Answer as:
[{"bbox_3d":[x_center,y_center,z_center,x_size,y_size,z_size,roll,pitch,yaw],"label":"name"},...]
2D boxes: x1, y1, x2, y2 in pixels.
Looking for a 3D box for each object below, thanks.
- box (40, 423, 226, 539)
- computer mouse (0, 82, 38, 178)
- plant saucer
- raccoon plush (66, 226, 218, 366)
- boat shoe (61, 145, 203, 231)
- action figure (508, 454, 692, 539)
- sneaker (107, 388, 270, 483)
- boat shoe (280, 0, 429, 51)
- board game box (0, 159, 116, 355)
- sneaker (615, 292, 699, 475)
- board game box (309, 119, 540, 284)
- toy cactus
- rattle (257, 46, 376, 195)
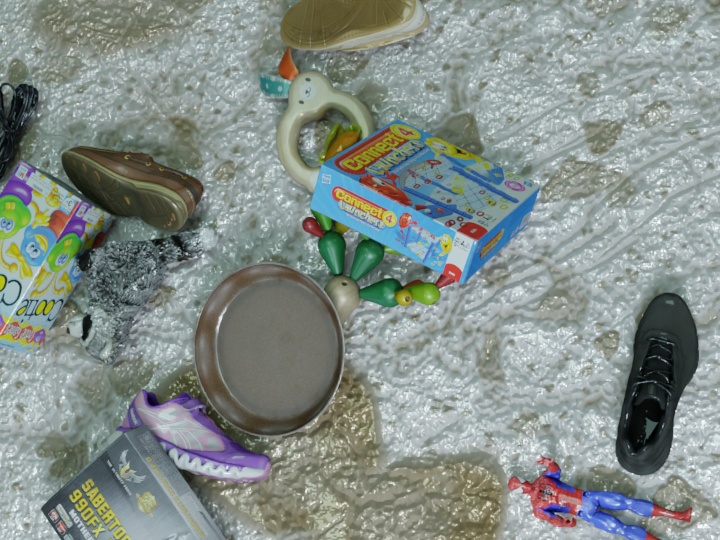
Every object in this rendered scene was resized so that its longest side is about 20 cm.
[{"bbox_3d":[-0.248,0.301,1.510,0.158,0.048,0.201,-40,81,23],"label":"box"},{"bbox_3d":[-0.523,-0.204,1.739,0.198,0.053,0.140,23,83,6],"label":"computer mouse"},{"bbox_3d":[-0.103,0.091,1.558,0.198,0.032,0.203,0,90,25],"label":"plant saucer"},{"bbox_3d":[-0.258,0.033,1.602,0.198,0.097,0.136,-16,82,8],"label":"raccoon plush"},{"bbox_3d":[-0.282,-0.111,1.657,0.198,0.073,0.068,21,49,24],"label":"boat shoe"},{"bbox_3d":[0.251,0.251,1.432,0.198,0.099,0.066,13,78,18],"label":"action figure"},{"bbox_3d":[-0.194,0.190,1.554,0.198,0.081,0.089,13,76,16],"label":"sneaker"},{"bbox_3d":[-0.006,-0.298,1.634,0.198,0.069,0.075,0,78,34],"label":"boat shoe"},{"bbox_3d":[-0.405,-0.013,1.628,0.102,0.105,0.201,31,90,17],"label":"board game box"},{"bbox_3d":[0.323,0.119,1.449,0.075,0.091,0.202,8,77,16],"label":"sneaker"},{"bbox_3d":[0.076,-0.083,1.500,0.194,0.200,0.056,27,121,16],"label":"board game box"},{"bbox_3d":[0.000,0.000,1.557,0.199,0.102,0.166,36,96,9],"label":"toy cactus"},{"bbox_3d":[-0.070,-0.193,1.590,0.129,0.142,0.202,-30,78,23],"label":"rattle"}]
